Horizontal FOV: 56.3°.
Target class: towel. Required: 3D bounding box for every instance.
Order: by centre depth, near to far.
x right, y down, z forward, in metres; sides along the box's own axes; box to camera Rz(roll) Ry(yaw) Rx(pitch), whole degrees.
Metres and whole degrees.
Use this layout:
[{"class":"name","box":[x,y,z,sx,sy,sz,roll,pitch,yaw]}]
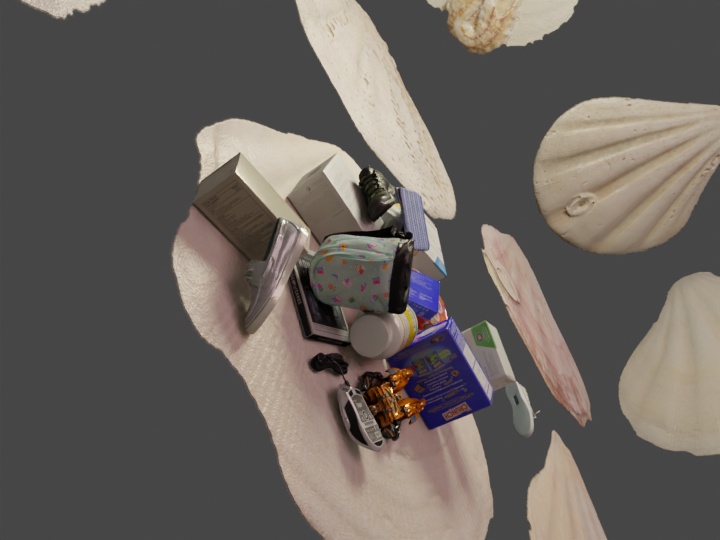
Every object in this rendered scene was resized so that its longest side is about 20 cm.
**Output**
[{"class":"towel","box":[0.124,-0.119,1.601,0.199,0.023,0.148,-2,81,-71]}]

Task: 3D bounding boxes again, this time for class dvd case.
[{"class":"dvd case","box":[-0.088,0.048,1.342,0.150,0.024,0.204,22,45,-58]}]

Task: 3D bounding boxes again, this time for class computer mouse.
[{"class":"computer mouse","box":[-0.023,0.245,1.237,0.203,0.043,0.109,63,17,17]}]

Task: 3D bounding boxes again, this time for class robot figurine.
[{"class":"robot figurine","box":[0.067,0.264,1.384,0.147,0.058,0.199,65,22,9]}]

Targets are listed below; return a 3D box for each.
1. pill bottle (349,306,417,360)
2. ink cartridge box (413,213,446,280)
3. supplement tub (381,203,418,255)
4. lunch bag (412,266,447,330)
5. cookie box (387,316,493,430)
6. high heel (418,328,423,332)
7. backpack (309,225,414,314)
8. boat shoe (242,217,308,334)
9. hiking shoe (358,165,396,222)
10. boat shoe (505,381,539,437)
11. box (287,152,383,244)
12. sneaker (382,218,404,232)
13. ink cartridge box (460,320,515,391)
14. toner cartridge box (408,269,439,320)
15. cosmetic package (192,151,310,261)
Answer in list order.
[{"class":"pill bottle","box":[0.047,0.125,1.410,0.115,0.111,0.200,64,17,6]},{"class":"ink cartridge box","box":[0.171,-0.077,1.968,0.144,0.084,0.203,43,30,-39]},{"class":"supplement tub","box":[0.077,-0.095,1.707,0.148,0.144,0.199,63,22,5]},{"class":"lunch bag","box":[0.154,0.104,1.727,0.200,0.081,0.178,45,28,-36]},{"class":"cookie box","box":[0.181,0.235,1.524,0.202,0.169,0.075,59,26,-7]},{"class":"high heel","box":[0.150,0.141,1.595,0.201,0.141,0.072,49,26,-28]},{"class":"backpack","box":[0.000,0.000,1.306,0.127,0.195,0.171,-66,163,-67]},{"class":"boat shoe","box":[-0.157,0.004,1.120,0.071,0.070,0.204,29,70,-14]},{"class":"hiking shoe","box":[0.027,-0.179,1.530,0.101,0.075,0.200,47,15,-11]},{"class":"boat shoe","box":[0.525,0.449,2.146,0.085,0.075,0.204,27,31,-27]},{"class":"box","box":[-0.052,-0.137,1.524,0.202,0.105,0.153,56,22,-14]},{"class":"sneaker","box":[0.069,-0.045,1.504,0.130,0.078,0.203,80,21,-65]},{"class":"ink cartridge box","box":[0.259,0.238,1.652,0.087,0.198,0.148,31,36,-55]},{"class":"toner cartridge box","box":[0.095,0.037,1.605,0.197,0.043,0.096,24,48,-18]},{"class":"cosmetic package","box":[-0.187,-0.094,1.188,0.201,0.102,0.074,50,24,-30]}]
